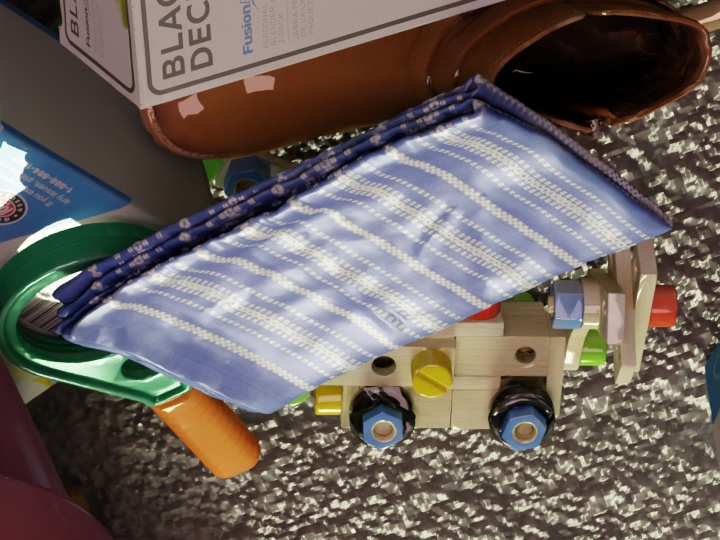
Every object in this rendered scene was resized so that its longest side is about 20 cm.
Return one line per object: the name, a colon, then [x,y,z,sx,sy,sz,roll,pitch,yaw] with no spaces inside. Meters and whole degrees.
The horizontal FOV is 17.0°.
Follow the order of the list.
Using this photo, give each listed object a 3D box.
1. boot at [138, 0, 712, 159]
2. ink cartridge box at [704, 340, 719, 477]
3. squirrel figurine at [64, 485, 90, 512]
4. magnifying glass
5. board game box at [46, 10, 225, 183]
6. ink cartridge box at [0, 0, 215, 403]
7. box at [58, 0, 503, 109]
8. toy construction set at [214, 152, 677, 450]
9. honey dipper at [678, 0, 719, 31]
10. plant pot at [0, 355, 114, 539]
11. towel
boot: [0.024,-0.074,0.914,0.198,0.155,0.077,-12,111,-15]
ink cartridge box: [0.222,0.000,0.989,0.066,0.116,0.201,26,113,-7]
squirrel figurine: [-0.158,0.226,1.072,0.199,0.187,0.142,-32,112,17]
magnifying glass: [-0.086,0.038,0.982,0.079,0.023,0.200,-24,149,7]
board game box: [-0.083,-0.087,1.015,0.095,0.030,0.200,38,109,-14]
ink cartridge box: [-0.177,-0.006,0.968,0.199,0.085,0.144,-34,143,20]
box: [-0.003,-0.138,0.788,0.199,0.060,0.117,-18,124,-26]
toy construction set: [0.035,0.014,1.019,0.198,0.092,0.132,8,122,10]
honey dipper: [0.107,-0.095,0.998,0.198,0.038,0.038,-16,113,14]
plant pot: [-0.187,0.096,0.872,0.198,0.180,0.201,-11,144,-9]
towel: [0.000,0.000,0.904,0.199,0.024,0.145,-25,149,26]
